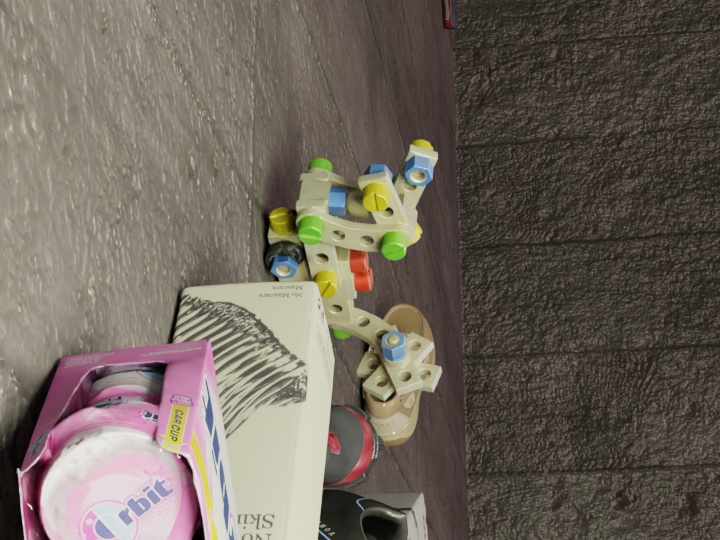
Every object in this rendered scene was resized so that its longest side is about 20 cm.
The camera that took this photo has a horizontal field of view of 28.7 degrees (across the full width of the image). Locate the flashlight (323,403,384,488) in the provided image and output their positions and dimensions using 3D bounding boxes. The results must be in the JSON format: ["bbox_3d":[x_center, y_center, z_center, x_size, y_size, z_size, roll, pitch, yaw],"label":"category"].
[{"bbox_3d":[-0.033,0.120,1.001,0.068,0.068,0.200,-55,163,-2],"label":"flashlight"}]

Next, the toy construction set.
[{"bbox_3d":[0.000,0.000,1.029,0.092,0.130,0.201,-80,164,-58],"label":"toy construction set"}]

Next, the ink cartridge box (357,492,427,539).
[{"bbox_3d":[0.006,0.267,1.130,0.200,0.084,0.145,-6,93,-81],"label":"ink cartridge box"}]

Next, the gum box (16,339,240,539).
[{"bbox_3d":[-0.081,0.132,0.561,0.114,0.066,0.201,-102,-175,-73],"label":"gum box"}]

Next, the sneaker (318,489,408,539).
[{"bbox_3d":[-0.033,0.186,0.815,0.200,0.078,0.070,-50,139,-60],"label":"sneaker"}]

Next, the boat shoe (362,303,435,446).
[{"bbox_3d":[0.040,0.095,1.496,0.200,0.071,0.065,-81,166,-51],"label":"boat shoe"}]

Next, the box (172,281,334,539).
[{"bbox_3d":[-0.062,0.099,0.727,0.201,0.082,0.069,-87,171,-46],"label":"box"}]

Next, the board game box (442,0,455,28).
[{"bbox_3d":[0.186,-0.625,3.044,0.103,0.019,0.201,-40,126,-78],"label":"board game box"}]
